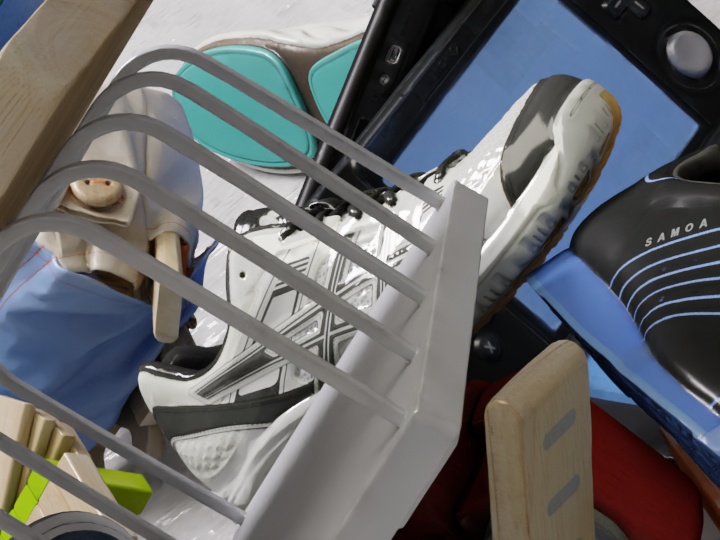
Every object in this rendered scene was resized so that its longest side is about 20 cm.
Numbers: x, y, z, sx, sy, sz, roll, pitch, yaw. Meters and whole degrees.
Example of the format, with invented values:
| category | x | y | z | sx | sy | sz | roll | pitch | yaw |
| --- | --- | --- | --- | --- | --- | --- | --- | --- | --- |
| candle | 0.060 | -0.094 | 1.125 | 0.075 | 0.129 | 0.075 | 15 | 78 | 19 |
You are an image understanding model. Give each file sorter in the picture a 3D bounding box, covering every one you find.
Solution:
| category | x | y | z | sx | sy | sz | roll | pitch | yaw |
| --- | --- | --- | --- | --- | --- | --- | --- | --- | --- |
| file sorter | -0.053 | 0.033 | 0.761 | 0.139 | 0.124 | 0.200 | -57 | 5 | 18 |

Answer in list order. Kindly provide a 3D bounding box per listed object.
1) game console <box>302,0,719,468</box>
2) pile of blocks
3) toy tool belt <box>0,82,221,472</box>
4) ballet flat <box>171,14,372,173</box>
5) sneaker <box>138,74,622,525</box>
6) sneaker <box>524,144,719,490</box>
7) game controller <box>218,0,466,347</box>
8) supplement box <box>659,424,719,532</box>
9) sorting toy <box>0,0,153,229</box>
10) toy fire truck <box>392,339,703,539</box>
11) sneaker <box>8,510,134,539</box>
| category | x | y | z | sx | sy | sz | roll | pitch | yaw |
| --- | --- | --- | --- | --- | --- | --- | --- | --- | --- |
| game console | 0.105 | -0.037 | 0.972 | 0.200 | 0.176 | 0.116 | -52 | 6 | -30 |
| pile of blocks | -0.124 | 0.088 | 1.020 | 0.200 | 0.062 | 0.083 | 16 | 92 | 51 |
| toy tool belt | -0.117 | 0.029 | 1.072 | 0.124 | 0.200 | 0.123 | -3 | 51 | -28 |
| ballet flat | -0.007 | -0.084 | 1.200 | 0.070 | 0.070 | 0.200 | -50 | 24 | -26 |
| sneaker | 0.000 | 0.000 | 0.898 | 0.200 | 0.088 | 0.076 | -48 | -7 | 20 |
| sneaker | 0.115 | 0.019 | 0.788 | 0.078 | 0.070 | 0.200 | -42 | 30 | 1 |
| game controller | -0.011 | -0.037 | 1.056 | 0.104 | 0.042 | 0.201 | -164 | 96 | -81 |
| supplement box | 0.196 | 0.028 | 0.832 | 0.200 | 0.069 | 0.067 | -35 | 31 | 2 |
| sorting toy | -0.135 | -0.016 | 0.744 | 0.200 | 0.069 | 0.199 | -56 | 6 | 21 |
| toy fire truck | 0.042 | 0.087 | 0.762 | 0.200 | 0.128 | 0.176 | -40 | 17 | 44 |
| sneaker | -0.083 | 0.185 | 0.800 | 0.146 | 0.077 | 0.204 | 28 | 105 | 59 |
